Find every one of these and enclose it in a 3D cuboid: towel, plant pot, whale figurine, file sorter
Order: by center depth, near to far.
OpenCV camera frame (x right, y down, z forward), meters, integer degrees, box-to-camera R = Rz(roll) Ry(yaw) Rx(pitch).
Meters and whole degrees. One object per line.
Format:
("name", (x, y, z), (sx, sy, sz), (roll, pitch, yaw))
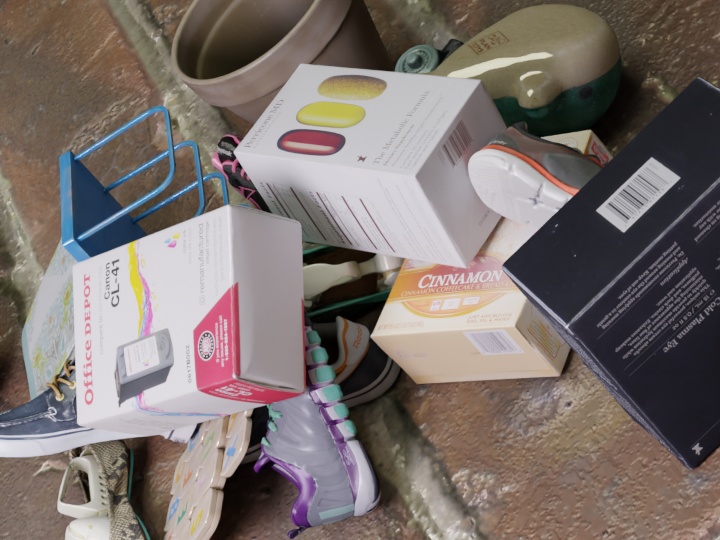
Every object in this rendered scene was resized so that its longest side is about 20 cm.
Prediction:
("whale figurine", (0.131, -0.155, 1.717), (0.199, 0.104, 0.159), (-21, 30, -9))
("file sorter", (-0.172, -0.030, 1.841), (0.122, 0.200, 0.139), (-29, 37, 14))
("plant pot", (-0.056, -0.204, 1.923), (0.200, 0.174, 0.200), (-26, 39, 23))
("towel", (-0.277, 0.042, 1.940), (0.172, 0.048, 0.200), (-61, 28, 23))

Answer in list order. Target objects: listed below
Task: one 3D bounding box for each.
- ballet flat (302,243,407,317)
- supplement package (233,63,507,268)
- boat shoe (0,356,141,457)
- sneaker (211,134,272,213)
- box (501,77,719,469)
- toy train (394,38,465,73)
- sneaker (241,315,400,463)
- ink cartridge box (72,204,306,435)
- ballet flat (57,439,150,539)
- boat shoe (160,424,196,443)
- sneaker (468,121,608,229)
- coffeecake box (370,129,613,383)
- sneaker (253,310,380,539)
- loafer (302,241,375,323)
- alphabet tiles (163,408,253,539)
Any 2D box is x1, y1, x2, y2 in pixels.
("ballet flat", (0.000, 0.000, 1.687), (0.199, 0.068, 0.070), (-19, 5, -8))
("supplement package", (0.016, -0.089, 1.630), (0.200, 0.110, 0.114), (9, 54, 40))
("boat shoe", (-0.258, 0.109, 1.786), (0.199, 0.091, 0.071), (-9, 13, -20))
("sneaker", (-0.093, -0.091, 1.872), (0.079, 0.095, 0.200), (-59, 18, -2))
("box", (0.237, 0.004, 1.408), (0.200, 0.182, 0.104), (-43, 34, 0))
("toy train", (0.058, -0.125, 1.814), (0.114, 0.085, 0.200), (24, 72, 43))
("sneaker", (-0.067, 0.096, 1.709), (0.200, 0.079, 0.079), (-29, 38, 23))
("ink cartridge box", (-0.141, 0.045, 1.608), (0.200, 0.085, 0.148), (-18, 68, 39))
("ballet flat", (-0.230, 0.218, 1.744), (0.200, 0.075, 0.068), (-111, 39, -53))
("boat shoe", (-0.148, 0.047, 1.721), (0.072, 0.065, 0.201), (-131, 61, -78))
("sneaker", (0.185, -0.056, 1.543), (0.082, 0.200, 0.077), (-52, -8, -34))
("coffeecake box", (0.118, -0.010, 1.637), (0.153, 0.073, 0.200), (-7, 49, 42))
("sneaker", (-0.057, 0.113, 1.595), (0.087, 0.074, 0.201), (-21, 73, -9))
("loafer", (-0.048, 0.019, 1.783), (0.199, 0.075, 0.070), (-25, 32, 11))
("alphabet tiles", (-0.131, 0.158, 1.676), (0.196, 0.015, 0.200), (124, 160, -43))
